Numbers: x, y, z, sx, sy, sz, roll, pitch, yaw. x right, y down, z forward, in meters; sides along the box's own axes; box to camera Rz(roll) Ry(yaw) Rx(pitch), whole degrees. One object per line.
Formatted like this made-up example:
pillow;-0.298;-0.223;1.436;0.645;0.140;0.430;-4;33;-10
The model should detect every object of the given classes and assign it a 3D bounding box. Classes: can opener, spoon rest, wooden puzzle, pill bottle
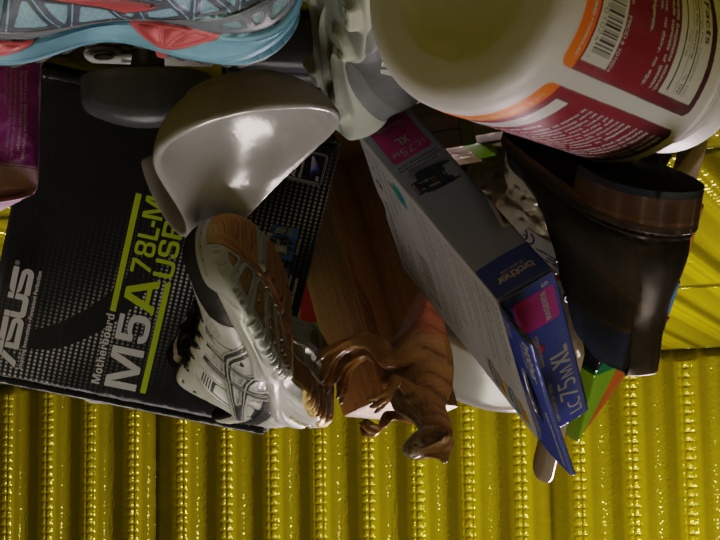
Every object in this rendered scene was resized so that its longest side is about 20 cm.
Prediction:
can opener;-0.061;-0.110;0.961;0.198;0.068;0.053;2;172;-14
spoon rest;-0.074;-0.059;0.910;0.098;0.061;0.200;-10;174;-20
wooden puzzle;0.179;0.028;1.129;0.037;0.201;0.186;26;148;16
pill bottle;0.103;-0.114;0.797;0.112;0.114;0.199;-7;169;36

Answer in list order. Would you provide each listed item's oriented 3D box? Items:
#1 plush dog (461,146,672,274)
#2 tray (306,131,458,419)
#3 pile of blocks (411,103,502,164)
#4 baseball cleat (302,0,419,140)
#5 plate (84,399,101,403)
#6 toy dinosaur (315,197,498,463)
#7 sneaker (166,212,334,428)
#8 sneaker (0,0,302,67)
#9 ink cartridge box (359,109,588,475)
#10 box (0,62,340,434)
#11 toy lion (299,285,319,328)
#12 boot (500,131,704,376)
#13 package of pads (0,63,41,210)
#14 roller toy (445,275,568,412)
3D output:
plush dog;0.132;-0.060;1.143;0.199;0.162;0.171;-6;-163;43
tray;0.000;0.000;1.129;0.037;0.202;0.098;-25;161;28
pile of blocks;0.097;-0.110;0.985;0.199;0.063;0.082;-13;170;39
baseball cleat;0.018;-0.135;0.863;0.106;0.070;0.200;-26;168;-10
plate;-0.125;0.001;1.211;0.198;0.201;0.032;7;149;-39
toy dinosaur;0.033;0.049;1.026;0.105;0.201;0.061;-5;135;13
sneaker;-0.078;0.042;0.978;0.087;0.076;0.201;-6;146;12
sneaker;-0.120;-0.148;0.752;0.198;0.080;0.096;-2;154;-14
ink cartridge box;0.068;0.008;0.927;0.042;0.200;0.120;-27;135;-7
box;-0.129;-0.012;1.062;0.191;0.202;0.048;13;-168;-13
toy lion;-0.109;0.000;1.147;0.198;0.194;0.068;10;169;-35
boot;0.115;-0.017;0.890;0.074;0.098;0.200;1;-166;-13
package of pads;-0.245;-0.082;0.948;0.075;0.122;0.199;4;171;-31
roller toy;0.118;0.000;1.279;0.198;0.183;0.141;-13;137;-23
